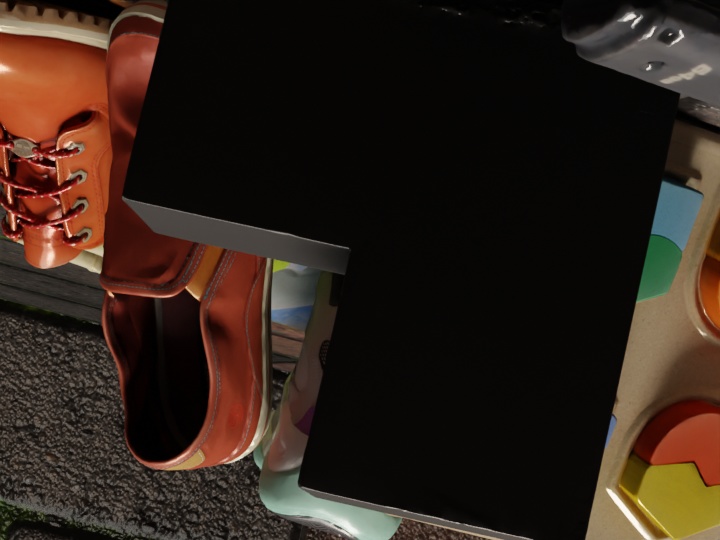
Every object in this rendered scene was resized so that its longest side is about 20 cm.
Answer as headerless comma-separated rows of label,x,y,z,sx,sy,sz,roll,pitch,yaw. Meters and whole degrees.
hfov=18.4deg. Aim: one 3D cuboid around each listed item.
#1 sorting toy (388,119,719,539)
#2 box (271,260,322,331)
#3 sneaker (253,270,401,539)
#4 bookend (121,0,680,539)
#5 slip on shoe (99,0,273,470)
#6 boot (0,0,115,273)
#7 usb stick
sorting toy,0.118,0.034,0.905,0.199,0.186,0.036,16,-172,-30
box,0.004,-0.021,1.008,0.199,0.048,0.122,19,131,-40
sneaker,0.008,0.037,0.977,0.077,0.141,0.200,18,-179,-5
bookend,0.000,0.000,0.791,0.198,0.201,0.092,12,173,5
slip on shoe,-0.076,-0.010,0.909,0.074,0.201,0.061,7,-161,31
boot,-0.133,-0.058,0.974,0.075,0.108,0.200,13,172,21
usb stick,0.158,-0.058,0.723,0.199,0.033,0.055,17,173,-25
